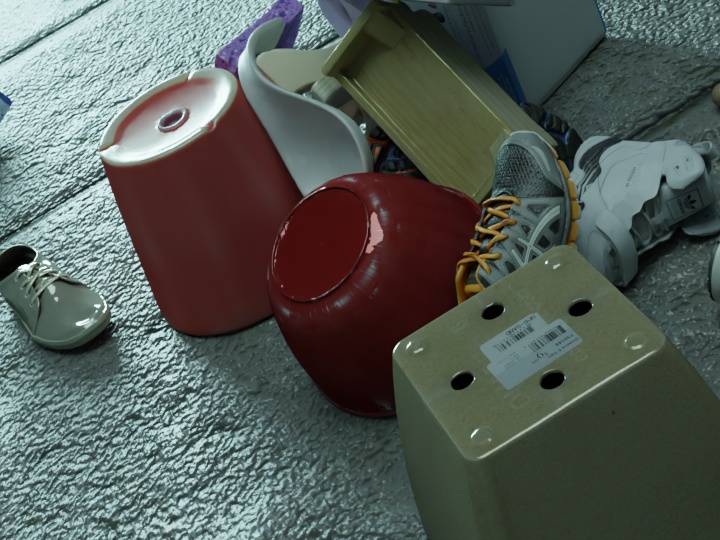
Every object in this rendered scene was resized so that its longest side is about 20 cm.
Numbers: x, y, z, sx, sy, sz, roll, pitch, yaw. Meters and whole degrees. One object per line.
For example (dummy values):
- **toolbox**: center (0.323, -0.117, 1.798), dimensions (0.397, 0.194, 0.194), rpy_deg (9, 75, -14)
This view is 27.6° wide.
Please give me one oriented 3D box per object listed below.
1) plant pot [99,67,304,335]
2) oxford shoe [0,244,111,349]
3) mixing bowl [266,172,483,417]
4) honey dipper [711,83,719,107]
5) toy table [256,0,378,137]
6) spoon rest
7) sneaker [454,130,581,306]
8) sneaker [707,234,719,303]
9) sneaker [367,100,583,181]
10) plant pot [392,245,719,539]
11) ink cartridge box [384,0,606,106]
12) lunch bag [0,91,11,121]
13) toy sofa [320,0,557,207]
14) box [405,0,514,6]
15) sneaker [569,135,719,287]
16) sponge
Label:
- **plant pot**: center (-0.137, -0.072, 1.345), dimensions (0.198, 0.179, 0.202), rpy_deg (-18, 35, 13)
- **oxford shoe**: center (-0.312, 0.024, 1.452), dimensions (0.075, 0.058, 0.199), rpy_deg (-37, 36, -20)
- **mixing bowl**: center (0.000, 0.000, 1.146), dimensions (0.198, 0.108, 0.203), rpy_deg (-20, 54, 30)
- **honey dipper**: center (0.346, -0.116, 1.196), dimensions (0.038, 0.038, 0.200), rpy_deg (-31, 29, -6)
- **toy table**: center (0.003, -0.172, 1.401), dimensions (0.200, 0.184, 0.117), rpy_deg (41, 79, 21)
- **spoon rest**: center (-0.052, -0.132, 1.279), dimensions (0.060, 0.100, 0.201), rpy_deg (-14, 61, -35)
- **sneaker**: center (0.108, -0.006, 1.078), dimensions (0.078, 0.076, 0.203), rpy_deg (-11, 72, 57)
- **sneaker**: center (0.334, -0.052, 1.071), dimensions (0.087, 0.076, 0.202), rpy_deg (18, 72, 34)
- **sneaker**: center (0.103, -0.104, 1.314), dimensions (0.197, 0.078, 0.077), rpy_deg (1, 78, 13)
- **plant pot**: center (0.127, 0.108, 0.912), dimensions (0.198, 0.178, 0.200), rpy_deg (-30, 32, -5)
- **ink cartridge box**: center (0.109, -0.260, 1.455), dimensions (0.199, 0.148, 0.146), rpy_deg (13, 51, 46)
- **lunch bag**: center (-0.562, -0.161, 1.830), dimensions (0.198, 0.124, 0.171), rpy_deg (-24, 30, 31)
- **toy sofa**: center (0.069, -0.136, 1.254), dimensions (0.083, 0.200, 0.097), rpy_deg (-50, -19, 24)
- **box**: center (0.020, -0.256, 1.279), dimensions (0.198, 0.037, 0.144), rpy_deg (12, 14, 25)
- **sneaker**: center (0.214, -0.036, 1.139), dimensions (0.113, 0.076, 0.201), rpy_deg (-5, 41, 28)
- **sponge**: center (-0.116, -0.185, 1.496), dimensions (0.030, 0.201, 0.112), rpy_deg (37, 59, 8)
